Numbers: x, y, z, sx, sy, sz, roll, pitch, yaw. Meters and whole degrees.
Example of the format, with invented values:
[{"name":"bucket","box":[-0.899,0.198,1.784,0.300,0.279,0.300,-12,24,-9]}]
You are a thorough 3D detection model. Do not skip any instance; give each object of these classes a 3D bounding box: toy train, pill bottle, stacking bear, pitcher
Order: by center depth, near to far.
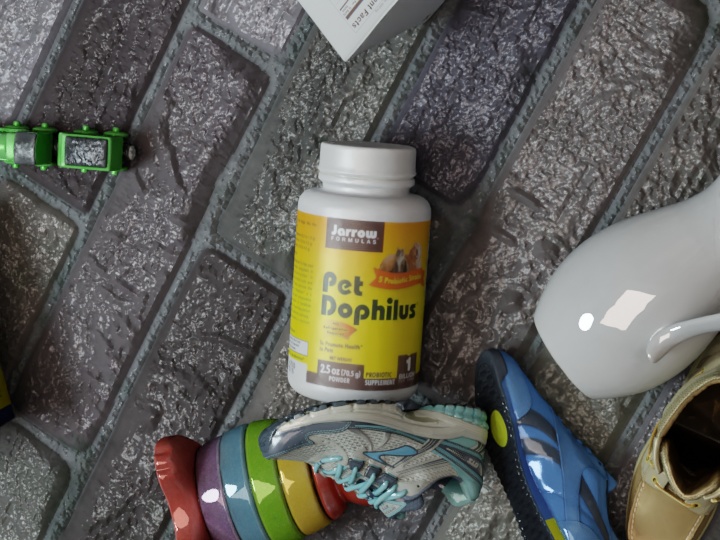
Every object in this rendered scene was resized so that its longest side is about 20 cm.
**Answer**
[{"name":"pitcher","box":[0.232,0.018,1.154,0.199,0.172,0.121,-38,112,17]},{"name":"pill bottle","box":[0.000,0.000,1.257,0.108,0.109,0.203,6,98,17]},{"name":"stacking bear","box":[-0.053,0.171,1.297,0.198,0.114,0.123,-15,91,8]},{"name":"toy train","box":[-0.292,-0.108,1.369,0.197,0.056,0.042,5,98,17]}]

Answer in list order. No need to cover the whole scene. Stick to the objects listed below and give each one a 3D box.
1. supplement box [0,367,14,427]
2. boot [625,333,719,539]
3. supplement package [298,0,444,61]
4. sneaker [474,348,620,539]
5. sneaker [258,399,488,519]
[{"name":"supplement box","box":[-0.390,0.055,1.377,0.108,0.110,0.202,-17,91,-3]},{"name":"boot","box":[0.243,0.152,1.170,0.072,0.155,0.202,26,106,11]},{"name":"supplement package","box":[-0.012,-0.284,1.209,0.201,0.113,0.110,52,137,5]},{"name":"sneaker","box":[0.153,0.153,1.254,0.078,0.066,0.202,-15,72,-19]},{"name":"sneaker","box":[0.017,0.147,1.210,0.077,0.198,0.088,-28,62,60]}]
